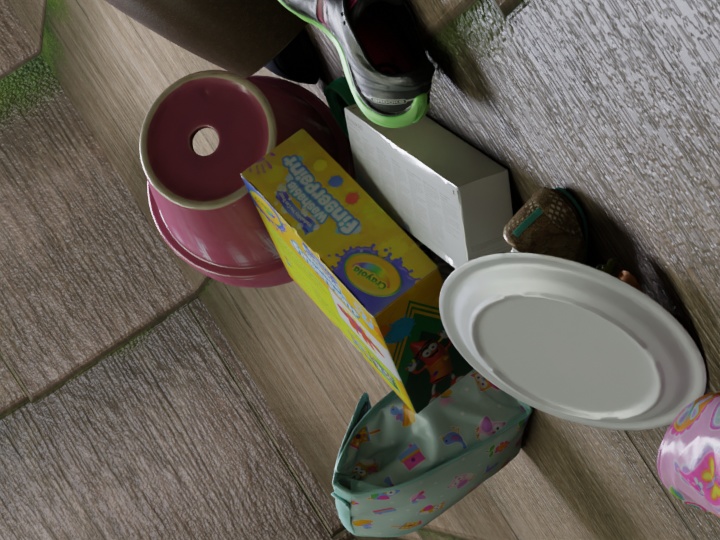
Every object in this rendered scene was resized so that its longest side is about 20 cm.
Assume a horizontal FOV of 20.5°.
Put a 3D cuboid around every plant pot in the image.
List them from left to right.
[{"bbox_3d":[-0.133,-0.263,1.655,0.200,0.187,0.187,44,172,-12],"label":"plant pot"},{"bbox_3d":[-0.113,-0.095,1.811,0.200,0.200,0.179,54,-177,17],"label":"plant pot"}]

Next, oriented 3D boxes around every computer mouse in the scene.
[{"bbox_3d":[-0.110,-0.258,1.837,0.140,0.046,0.200,42,162,48],"label":"computer mouse"}]

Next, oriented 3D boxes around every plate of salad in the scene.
[{"bbox_3d":[0.153,0.046,1.419,0.200,0.048,0.200,18,147,12],"label":"plate of salad"}]

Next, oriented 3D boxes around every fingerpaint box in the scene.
[{"bbox_3d":[0.000,0.000,1.699,0.200,0.073,0.167,47,169,34],"label":"fingerpaint box"}]

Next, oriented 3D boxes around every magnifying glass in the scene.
[{"bbox_3d":[0.025,-0.105,1.754,0.200,0.022,0.080,46,164,42],"label":"magnifying glass"}]

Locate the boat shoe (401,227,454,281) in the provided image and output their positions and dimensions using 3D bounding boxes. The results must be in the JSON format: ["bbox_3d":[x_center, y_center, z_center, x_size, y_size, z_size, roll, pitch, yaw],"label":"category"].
[{"bbox_3d":[0.062,0.005,1.790,0.200,0.071,0.070,55,174,45],"label":"boat shoe"}]

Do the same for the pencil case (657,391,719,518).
[{"bbox_3d":[0.262,0.129,1.245,0.087,0.087,0.200,59,169,-11],"label":"pencil case"}]

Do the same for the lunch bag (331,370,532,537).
[{"bbox_3d":[0.055,0.174,1.935,0.122,0.200,0.170,53,169,17],"label":"lunch bag"}]

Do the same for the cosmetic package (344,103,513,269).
[{"bbox_3d":[0.056,-0.072,1.602,0.200,0.051,0.083,41,147,55],"label":"cosmetic package"}]

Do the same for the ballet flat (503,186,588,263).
[{"bbox_3d":[0.138,0.014,1.482,0.071,0.065,0.200,48,166,38],"label":"ballet flat"}]

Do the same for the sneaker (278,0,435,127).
[{"bbox_3d":[-0.003,-0.204,1.510,0.200,0.077,0.084,52,150,10],"label":"sneaker"}]
